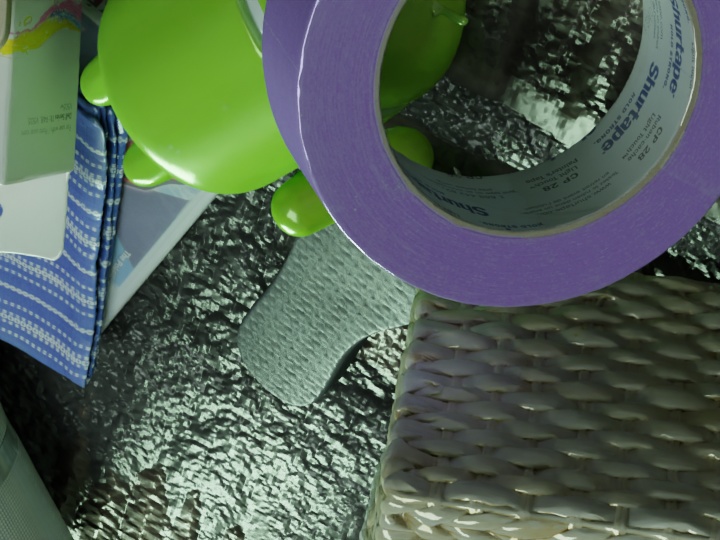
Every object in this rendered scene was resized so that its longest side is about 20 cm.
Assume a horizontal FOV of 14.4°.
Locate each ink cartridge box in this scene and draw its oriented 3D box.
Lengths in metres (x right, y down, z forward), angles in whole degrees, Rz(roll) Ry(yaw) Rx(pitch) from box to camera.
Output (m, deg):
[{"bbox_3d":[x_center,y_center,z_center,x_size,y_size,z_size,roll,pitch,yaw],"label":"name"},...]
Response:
[{"bbox_3d":[-0.195,-0.105,1.322,0.117,0.067,0.200,7,99,23],"label":"ink cartridge box"}]

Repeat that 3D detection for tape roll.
[{"bbox_3d":[0.063,-0.089,1.159,0.200,0.066,0.200,-6,115,-13],"label":"tape roll"}]

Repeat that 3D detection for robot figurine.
[{"bbox_3d":[-0.036,-0.106,1.252,0.200,0.116,0.176,-27,90,43],"label":"robot figurine"}]

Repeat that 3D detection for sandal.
[{"bbox_3d":[-0.001,0.000,1.378,0.076,0.043,0.200,49,143,-2],"label":"sandal"}]

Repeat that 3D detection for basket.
[{"bbox_3d":[0.098,0.110,1.264,0.200,0.198,0.161,8,127,3],"label":"basket"}]

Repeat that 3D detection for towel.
[{"bbox_3d":[-0.189,-0.038,1.440,0.145,0.024,0.200,25,135,14],"label":"towel"}]

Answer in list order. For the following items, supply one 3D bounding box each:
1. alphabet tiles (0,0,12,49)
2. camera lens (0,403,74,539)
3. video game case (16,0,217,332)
[{"bbox_3d":[-0.203,-0.192,1.270,0.200,0.015,0.196,0,86,22],"label":"alphabet tiles"},{"bbox_3d":[-0.250,0.145,1.559,0.160,0.160,0.200,-5,122,35],"label":"camera lens"},{"bbox_3d":[-0.164,-0.070,1.429,0.182,0.023,0.200,40,135,-3],"label":"video game case"}]
